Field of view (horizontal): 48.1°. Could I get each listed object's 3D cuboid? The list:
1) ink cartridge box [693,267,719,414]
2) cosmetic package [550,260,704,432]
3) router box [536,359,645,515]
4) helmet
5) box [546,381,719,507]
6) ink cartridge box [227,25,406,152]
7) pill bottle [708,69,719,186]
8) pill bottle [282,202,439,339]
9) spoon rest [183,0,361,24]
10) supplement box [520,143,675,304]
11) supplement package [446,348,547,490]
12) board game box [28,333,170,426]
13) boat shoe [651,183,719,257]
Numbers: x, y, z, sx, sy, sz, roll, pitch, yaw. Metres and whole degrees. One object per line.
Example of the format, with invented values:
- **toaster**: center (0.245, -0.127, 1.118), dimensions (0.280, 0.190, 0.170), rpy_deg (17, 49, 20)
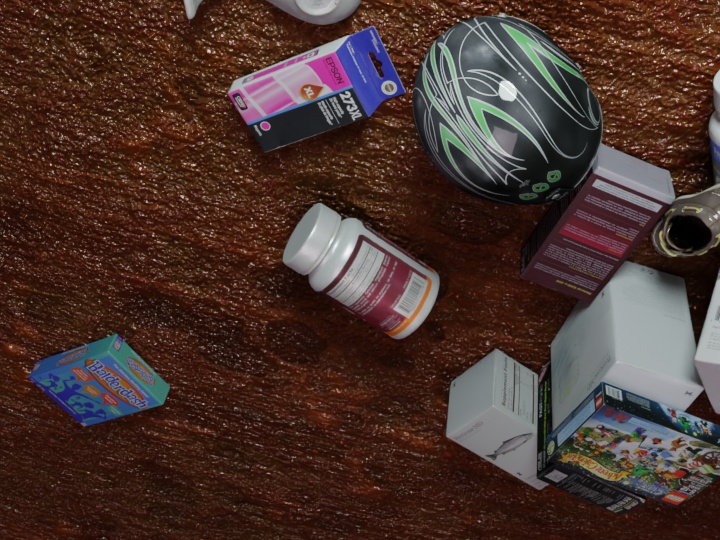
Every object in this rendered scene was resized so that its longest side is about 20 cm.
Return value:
- **ink cartridge box**: center (0.505, 0.064, 0.953), dimensions (0.146, 0.201, 0.146), rpy_deg (7, 151, 39)
- **cosmetic package**: center (0.352, 0.128, 1.101), dimensions (0.122, 0.201, 0.200), rpy_deg (15, 133, -3)
- **router box**: center (0.342, 0.242, 1.206), dimensions (0.149, 0.201, 0.062), rpy_deg (25, 135, -12)
- **helmet**: center (0.151, -0.175, 0.883), dimensions (0.190, 0.201, 0.200), rpy_deg (23, 135, -33)
- **box**: center (0.357, 0.225, 1.024), dimensions (0.199, 0.038, 0.137), rpy_deg (21, 132, -8)
- **ink cartridge box**: center (-0.054, -0.216, 0.980), dimensions (0.199, 0.037, 0.095), rpy_deg (-16, 127, 22)
- **pill bottle**: center (0.452, -0.132, 0.899), dimensions (0.113, 0.114, 0.201), rpy_deg (-10, 129, 20)
- **pill bottle**: center (0.000, 0.000, 1.113), dimensions (0.199, 0.115, 0.114), rpy_deg (32, 130, -18)
- **spoon rest**: center (-0.094, -0.316, 0.890), dimensions (0.198, 0.061, 0.100), rpy_deg (-4, 134, -3)
- **supplement box**: center (0.298, -0.056, 1.037), dimensions (0.108, 0.061, 0.201), rpy_deg (21, 132, -7)
- **supplement package**: center (0.250, 0.239, 1.280), dimensions (0.199, 0.118, 0.117), rpy_deg (32, 132, -17)
- **board game box**: center (-0.465, 0.200, 1.438), dimensions (0.199, 0.045, 0.152), rpy_deg (-19, 126, 25)
- **boat shoe**: center (0.391, -0.050, 0.960), dimensions (0.059, 0.200, 0.072), rpy_deg (-32, 85, -8)
